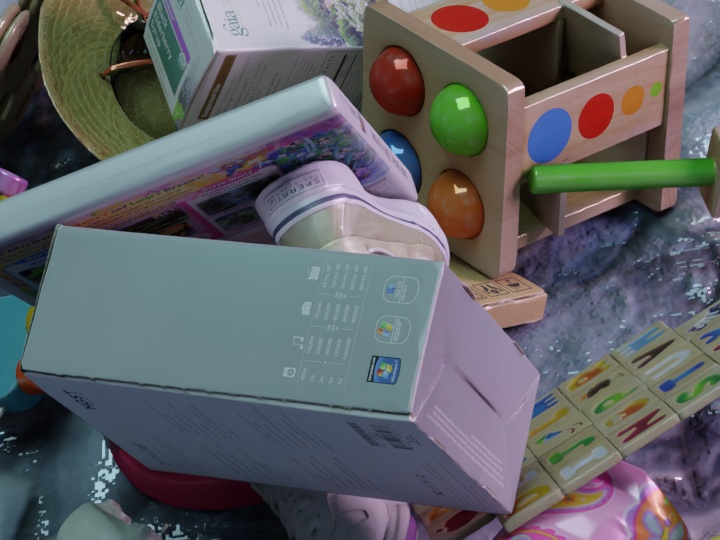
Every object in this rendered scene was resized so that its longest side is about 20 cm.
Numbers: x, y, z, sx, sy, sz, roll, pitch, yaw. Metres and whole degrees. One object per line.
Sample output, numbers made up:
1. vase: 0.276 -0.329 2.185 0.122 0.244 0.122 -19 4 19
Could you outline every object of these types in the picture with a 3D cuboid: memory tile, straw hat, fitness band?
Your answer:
1. memory tile: -0.198 -0.152 1.730 0.017 0.154 0.201 25 48 1
2. straw hat: -0.119 -0.104 1.688 0.200 0.085 0.202 13 54 -19
3. fitness band: -0.077 0.054 1.543 0.142 0.038 0.201 -10 41 -2

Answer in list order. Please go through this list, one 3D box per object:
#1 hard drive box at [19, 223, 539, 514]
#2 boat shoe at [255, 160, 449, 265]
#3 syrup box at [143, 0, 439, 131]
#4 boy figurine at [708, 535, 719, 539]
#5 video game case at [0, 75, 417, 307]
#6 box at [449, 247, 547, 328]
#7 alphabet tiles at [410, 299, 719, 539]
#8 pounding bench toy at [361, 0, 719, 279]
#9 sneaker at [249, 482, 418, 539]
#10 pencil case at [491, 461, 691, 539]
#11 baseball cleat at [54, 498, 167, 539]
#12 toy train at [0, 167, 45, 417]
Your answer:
1. hard drive box: -0.035 0.049 1.303 0.199 0.156 0.077 5 71 22
2. boat shoe: 0.000 0.000 1.390 0.072 0.200 0.062 -26 72 14
3. syrup box: -0.021 -0.138 1.648 0.199 0.082 0.079 -5 55 -27
4. boy figurine: 0.228 0.117 1.332 0.199 0.125 0.064 -32 8 3
5. video game case: -0.083 -0.029 1.367 0.199 0.182 0.024 -20 73 9
6. box: -0.020 0.001 1.531 0.199 0.021 0.163 -11 31 -43
7. alphabet tiles: 0.115 0.076 1.398 0.199 0.006 0.166 -33 11 -1
8. pounding bench toy: 0.109 -0.075 1.551 0.155 0.125 0.200 -23 40 -32
9. sneaker: -0.020 0.120 1.402 0.099 0.075 0.201 10 37 -6
10. pencil case: 0.077 0.177 1.322 0.087 0.088 0.200 20 50 33
11. baseball cleat: -0.088 0.199 1.361 0.200 0.070 0.107 35 84 33
12. toy train: -0.218 0.030 1.582 0.150 0.055 0.201 -46 45 20
